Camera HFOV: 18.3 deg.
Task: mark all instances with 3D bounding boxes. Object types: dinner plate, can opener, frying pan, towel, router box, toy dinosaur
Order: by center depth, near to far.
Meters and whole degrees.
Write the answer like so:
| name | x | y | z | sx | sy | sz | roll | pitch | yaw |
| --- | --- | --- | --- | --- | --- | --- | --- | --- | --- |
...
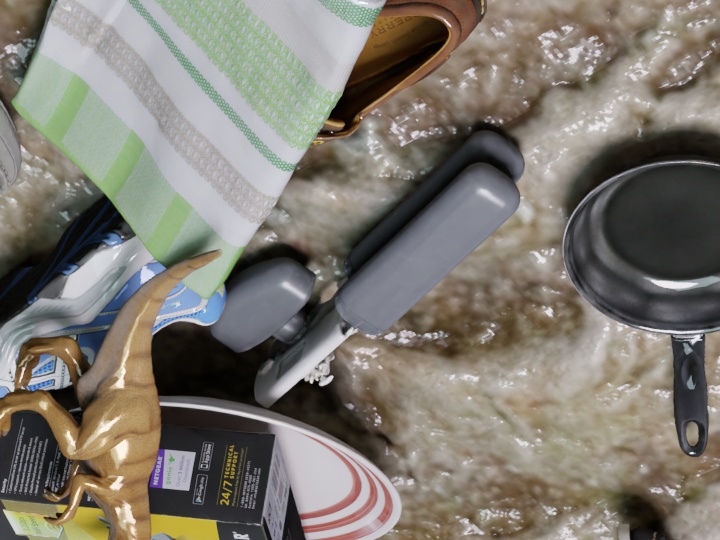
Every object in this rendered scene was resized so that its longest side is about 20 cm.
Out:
| name | x | y | z | sx | sy | sz | roll | pitch | yaw |
| --- | --- | --- | --- | --- | --- | --- | --- | --- | --- |
| towel | -0.079 | -0.098 | 0.988 | 0.149 | 0.031 | 0.200 | 47 | 132 | 17 |
| toy dinosaur | -0.119 | 0.060 | 1.067 | 0.106 | 0.060 | 0.201 | 13 | 114 | 11 |
| frying pan | 0.173 | 0.011 | 1.095 | 0.115 | 0.031 | 0.190 | -19 | 129 | 24 |
| can opener | 0.000 | 0.000 | 1.099 | 0.066 | 0.053 | 0.200 | 37 | 127 | -21 |
| dinner plate | -0.075 | 0.105 | 1.195 | 0.199 | 0.024 | 0.200 | 7 | 152 | 4 |
| router box | -0.113 | 0.142 | 1.196 | 0.157 | 0.052 | 0.200 | 4 | 152 | 8 |

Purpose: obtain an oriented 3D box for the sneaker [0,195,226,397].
| name | x | y | z | sx | sy | sz | roll | pitch | yaw |
| --- | --- | --- | --- | --- | --- | --- | --- | --- | --- |
| sneaker | -0.152 | 0.037 | 1.140 | 0.200 | 0.076 | 0.077 | -33 | 115 | 33 |

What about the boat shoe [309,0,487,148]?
| name | x | y | z | sx | sy | sz | roll | pitch | yaw |
| --- | --- | --- | --- | --- | --- | --- | --- | --- | --- |
| boat shoe | -0.029 | -0.091 | 1.012 | 0.200 | 0.068 | 0.072 | -27 | 123 | 29 |

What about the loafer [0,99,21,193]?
| name | x | y | z | sx | sy | sz | roll | pitch | yaw |
| --- | --- | --- | --- | --- | --- | --- | --- | --- | --- |
| loafer | -0.223 | -0.074 | 1.022 | 0.070 | 0.070 | 0.200 | -10 | 154 | 25 |

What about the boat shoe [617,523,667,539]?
| name | x | y | z | sx | sy | sz | roll | pitch | yaw |
| --- | --- | --- | --- | --- | --- | --- | --- | --- | --- |
| boat shoe | 0.189 | 0.205 | 1.239 | 0.060 | 0.074 | 0.200 | -11 | 132 | 18 |
